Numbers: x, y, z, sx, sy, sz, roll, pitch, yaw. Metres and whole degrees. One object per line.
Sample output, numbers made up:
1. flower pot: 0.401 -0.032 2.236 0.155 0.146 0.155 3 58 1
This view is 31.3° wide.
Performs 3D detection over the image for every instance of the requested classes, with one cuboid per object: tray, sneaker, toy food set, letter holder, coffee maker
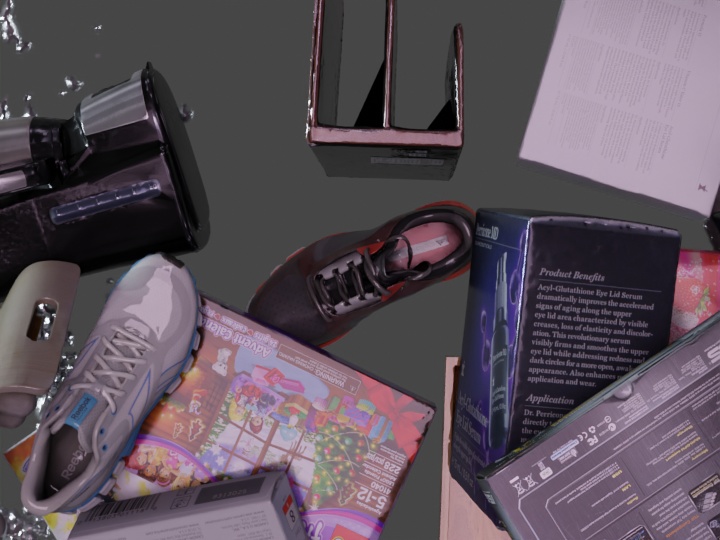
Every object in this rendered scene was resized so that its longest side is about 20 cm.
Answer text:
1. tray: 0.109 0.168 0.969 0.097 0.037 0.203 2 90 2
2. sneaker: -0.170 0.083 0.871 0.074 0.087 0.202 26 93 3
3. sneaker: 0.000 0.000 0.953 0.198 0.082 0.078 -28 88 1
4. toy food set: -0.244 0.106 0.873 0.060 0.144 0.201 24 118 -18
5. letter holder: 0.021 -0.145 0.897 0.099 0.200 0.144 2 88 2
6. coffee maker: -0.214 -0.035 0.952 0.197 0.135 0.194 -14 123 3

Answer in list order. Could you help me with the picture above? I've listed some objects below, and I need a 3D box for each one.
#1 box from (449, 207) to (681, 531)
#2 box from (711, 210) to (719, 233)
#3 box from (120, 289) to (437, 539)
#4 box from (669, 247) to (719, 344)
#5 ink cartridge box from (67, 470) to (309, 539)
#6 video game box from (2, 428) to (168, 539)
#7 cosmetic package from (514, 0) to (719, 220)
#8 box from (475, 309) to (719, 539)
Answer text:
1. box: 0.132 0.062 0.867 0.103 0.148 0.203 5 93 -9
2. box: 0.389 0.002 0.929 0.181 0.104 0.202 -29 88 2
3. box: -0.061 0.118 0.930 0.198 0.039 0.138 25 91 2
4. box: 0.227 0.086 0.936 0.098 0.095 0.203 5 89 1
5. ink cartridge box: -0.100 0.250 0.920 0.160 0.050 0.202 -13 112 15
6. video game box: -0.139 0.158 0.974 0.199 0.047 0.183 -34 86 1
7. cosmetic package: 0.215 -0.156 0.965 0.149 0.052 0.203 17 89 4
8. box: 0.193 0.136 0.767 0.199 0.048 0.159 -33 86 -4
